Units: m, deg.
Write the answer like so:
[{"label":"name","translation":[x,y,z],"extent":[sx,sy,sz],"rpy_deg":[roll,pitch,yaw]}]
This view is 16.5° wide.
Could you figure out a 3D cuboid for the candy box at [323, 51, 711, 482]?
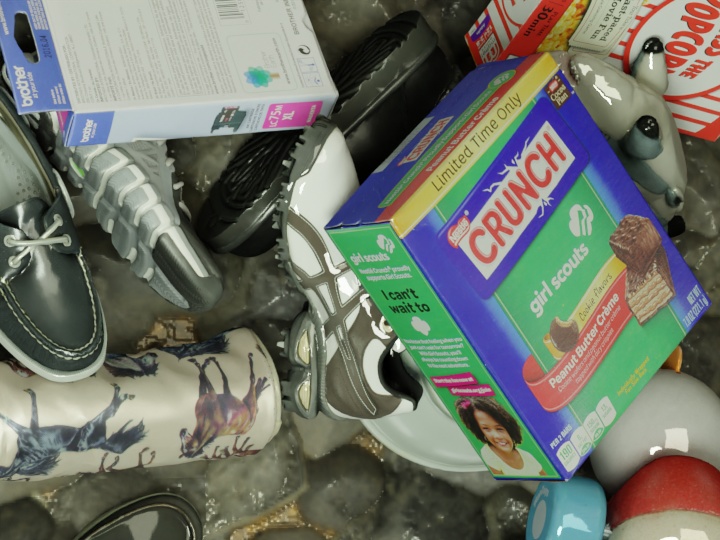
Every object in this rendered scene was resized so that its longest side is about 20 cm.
[{"label":"candy box","translation":[0.097,-0.002,1.486],"extent":[0.169,0.077,0.200],"rpy_deg":[-47,111,-31]}]

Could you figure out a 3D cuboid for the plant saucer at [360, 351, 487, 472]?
[{"label":"plant saucer","translation":[0.086,0.044,1.579],"extent":[0.200,0.050,0.201],"rpy_deg":[-6,112,-15]}]

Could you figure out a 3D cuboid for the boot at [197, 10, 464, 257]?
[{"label":"boot","translation":[0.015,-0.045,1.594],"extent":[0.211,0.079,0.158],"rpy_deg":[-42,112,-6]}]

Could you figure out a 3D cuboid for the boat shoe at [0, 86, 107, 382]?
[{"label":"boat shoe","translation":[-0.208,-0.028,1.487],"extent":[0.076,0.060,0.200],"rpy_deg":[-24,72,-28]}]

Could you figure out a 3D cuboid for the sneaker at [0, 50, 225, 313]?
[{"label":"sneaker","translation":[-0.123,-0.078,1.541],"extent":[0.115,0.075,0.200],"rpy_deg":[-37,84,-25]}]

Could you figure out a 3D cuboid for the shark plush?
[{"label":"shark plush","translation":[0.171,-0.073,1.631],"extent":[0.083,0.200,0.091],"rpy_deg":[-8,54,17]}]

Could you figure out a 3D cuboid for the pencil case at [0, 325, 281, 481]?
[{"label":"pencil case","translation":[-0.153,0.082,1.520],"extent":[0.200,0.089,0.078],"rpy_deg":[-5,118,-19]}]

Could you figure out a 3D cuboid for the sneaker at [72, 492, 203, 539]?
[{"label":"sneaker","translation":[-0.162,0.209,1.485],"extent":[0.200,0.106,0.075],"rpy_deg":[-42,98,-19]}]

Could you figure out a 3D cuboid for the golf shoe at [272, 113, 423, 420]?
[{"label":"golf shoe","translation":[0.000,0.000,1.504],"extent":[0.078,0.094,0.200],"rpy_deg":[-54,146,-54]}]

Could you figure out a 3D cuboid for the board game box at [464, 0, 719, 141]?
[{"label":"board game box","translation":[0.191,-0.170,1.614],"extent":[0.200,0.152,0.046],"rpy_deg":[11,42,-31]}]

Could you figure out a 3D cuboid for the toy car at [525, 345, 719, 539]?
[{"label":"toy car","translation":[0.189,0.143,1.615],"extent":[0.184,0.177,0.200],"rpy_deg":[13,51,-10]}]

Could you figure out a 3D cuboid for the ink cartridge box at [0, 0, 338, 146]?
[{"label":"ink cartridge box","translation":[-0.125,-0.136,1.514],"extent":[0.200,0.042,0.120],"rpy_deg":[-5,56,-23]}]
